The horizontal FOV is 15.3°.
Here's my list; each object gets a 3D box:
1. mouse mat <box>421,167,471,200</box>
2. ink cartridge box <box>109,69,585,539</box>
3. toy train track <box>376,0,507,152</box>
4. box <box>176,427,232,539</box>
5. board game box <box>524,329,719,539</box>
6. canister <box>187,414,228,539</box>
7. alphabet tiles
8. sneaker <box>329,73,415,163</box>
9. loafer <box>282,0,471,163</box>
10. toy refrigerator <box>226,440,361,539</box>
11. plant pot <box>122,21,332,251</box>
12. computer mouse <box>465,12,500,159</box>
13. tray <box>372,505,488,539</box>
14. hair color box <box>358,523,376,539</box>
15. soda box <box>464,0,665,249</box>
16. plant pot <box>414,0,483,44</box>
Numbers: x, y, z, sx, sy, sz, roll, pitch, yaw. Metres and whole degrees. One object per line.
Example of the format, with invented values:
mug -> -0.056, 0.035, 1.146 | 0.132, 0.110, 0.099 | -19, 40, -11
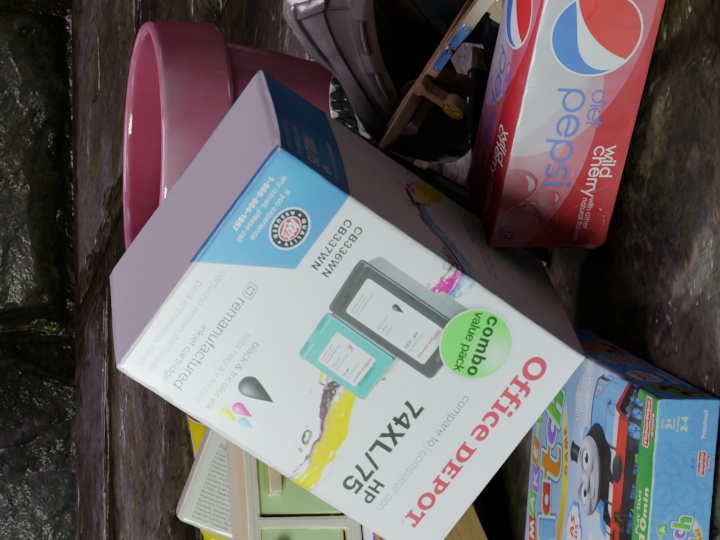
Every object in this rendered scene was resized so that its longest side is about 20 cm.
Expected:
mouse mat -> 0.056, 0.023, 1.763 | 0.200, 0.007, 0.162 | -146, 58, -73
ink cartridge box -> -0.010, 0.023, 1.420 | 0.147, 0.200, 0.146 | -53, 17, 12
toy train track -> 0.059, -0.117, 1.510 | 0.115, 0.032, 0.200 | -59, 3, -23
box -> -0.058, 0.090, 1.859 | 0.068, 0.082, 0.201 | -173, 105, -86
board game box -> 0.129, 0.121, 1.370 | 0.200, 0.036, 0.152 | -146, 59, -76
canister -> -0.083, 0.096, 2.022 | 0.149, 0.086, 0.201 | -65, -30, -65
alphabet tiles -> 0.022, -0.056, 1.585 | 0.006, 0.166, 0.200 | -59, 21, 7
sneaker -> 0.015, -0.134, 1.854 | 0.089, 0.076, 0.201 | 88, -179, -57
loafer -> 0.026, -0.124, 1.632 | 0.200, 0.070, 0.070 | 41, -119, -50
toy refrigerator -> -0.043, 0.149, 1.736 | 0.070, 0.076, 0.201 | 118, 150, -65
plant pot -> -0.074, -0.079, 1.951 | 0.200, 0.178, 0.201 | -178, 90, -76
computer mouse -> 0.093, -0.139, 1.558 | 0.140, 0.046, 0.201 | -149, 56, -79
tray -> 0.038, 0.150, 1.635 | 0.099, 0.037, 0.201 | 115, 136, -62
hair color box -> 0.013, 0.162, 1.799 | 0.200, 0.064, 0.110 | 127, 141, -68
soda box -> 0.110, -0.110, 1.407 | 0.064, 0.070, 0.201 | -109, 25, -54
plant pot -> 0.021, -0.244, 1.666 | 0.200, 0.134, 0.201 | -179, 90, -76
